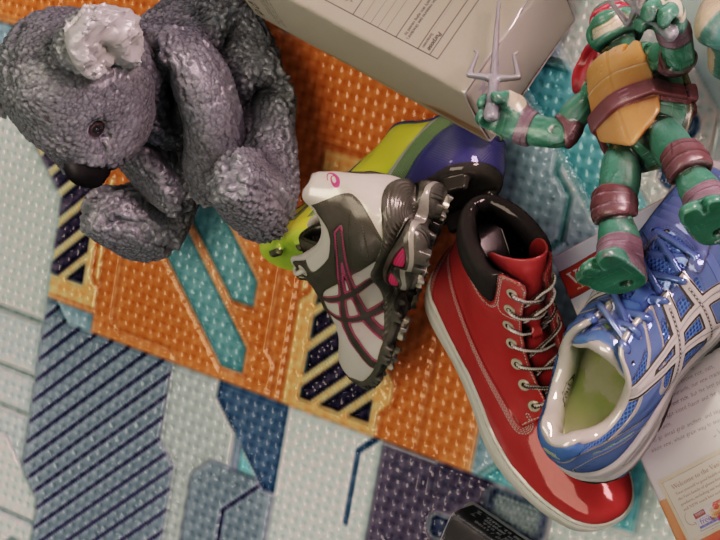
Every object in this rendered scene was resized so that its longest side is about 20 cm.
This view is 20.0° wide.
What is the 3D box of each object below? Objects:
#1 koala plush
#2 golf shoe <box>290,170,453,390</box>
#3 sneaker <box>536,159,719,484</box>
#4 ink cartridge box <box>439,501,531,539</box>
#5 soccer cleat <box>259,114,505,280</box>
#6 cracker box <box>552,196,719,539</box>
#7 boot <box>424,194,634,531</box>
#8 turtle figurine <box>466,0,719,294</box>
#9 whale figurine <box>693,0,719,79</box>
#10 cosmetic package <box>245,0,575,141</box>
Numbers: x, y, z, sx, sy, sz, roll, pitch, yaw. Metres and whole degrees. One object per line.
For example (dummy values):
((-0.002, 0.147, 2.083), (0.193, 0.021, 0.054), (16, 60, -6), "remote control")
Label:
((-0.160, -0.116, 1.339), (0.176, 0.199, 0.186), (-10, 73, 43), "koala plush")
((0.000, 0.000, 1.295), (0.087, 0.078, 0.201), (18, 144, 3), "golf shoe")
((0.164, 0.030, 1.158), (0.075, 0.077, 0.201), (27, 94, 26), "sneaker")
((0.105, 0.286, 1.319), (0.197, 0.043, 0.202), (31, 112, 26), "ink cartridge box")
((0.015, -0.052, 1.345), (0.199, 0.064, 0.084), (-23, 53, 36), "soccer cleat")
((0.217, 0.052, 1.215), (0.133, 0.058, 0.202), (-28, 80, 30), "cracker box")
((0.110, 0.056, 1.235), (0.201, 0.072, 0.144), (59, 161, 15), "boot")
((0.146, -0.095, 1.144), (0.150, 0.100, 0.202), (-44, 48, 41), "turtle figurine")
((0.269, -0.173, 1.096), (0.200, 0.159, 0.104), (-45, 67, 0), "whale figurine")
((0.024, -0.176, 1.288), (0.199, 0.071, 0.106), (33, 81, 26), "cosmetic package")
